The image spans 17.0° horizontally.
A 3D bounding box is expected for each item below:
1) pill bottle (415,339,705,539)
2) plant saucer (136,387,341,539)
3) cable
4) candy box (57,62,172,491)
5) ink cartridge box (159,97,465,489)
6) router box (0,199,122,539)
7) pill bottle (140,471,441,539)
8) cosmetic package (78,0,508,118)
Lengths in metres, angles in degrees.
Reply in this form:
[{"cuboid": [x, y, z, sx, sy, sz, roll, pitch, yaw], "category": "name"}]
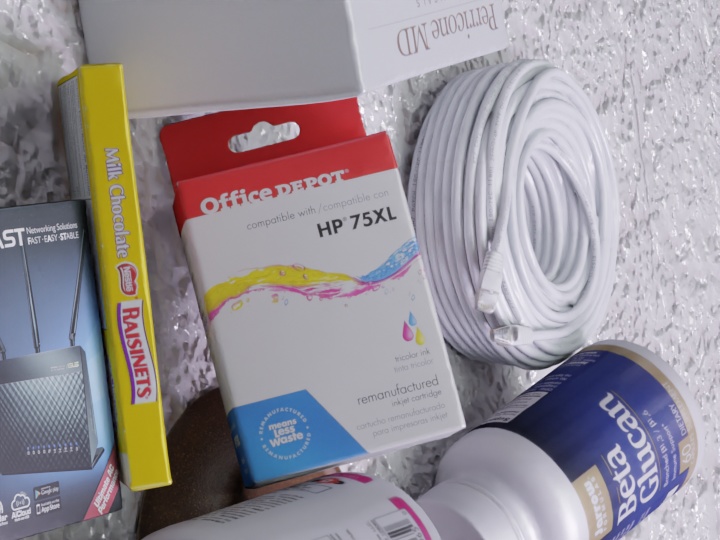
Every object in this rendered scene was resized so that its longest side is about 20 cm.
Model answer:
[{"cuboid": [0.117, 0.133, 1.506, 0.200, 0.111, 0.111, -33, 114, -39], "category": "pill bottle"}, {"cuboid": [-0.050, 0.161, 1.317, 0.200, 0.037, 0.201, 15, 73, -57], "category": "plant saucer"}, {"cuboid": [0.103, -0.035, 1.566, 0.200, 0.069, 0.201, 23, 66, -57], "category": "cable"}, {"cuboid": [-0.121, 0.002, 1.175, 0.026, 0.102, 0.201, -7, 93, -15], "category": "candy box"}, {"cuboid": [-0.028, 0.002, 1.257, 0.067, 0.116, 0.201, 126, -51, -81], "category": "ink cartridge box"}, {"cuboid": [-0.193, 0.051, 1.070, 0.200, 0.062, 0.151, -11, 94, -59], "category": "router box"}, {"cuboid": [-0.054, 0.171, 1.176, 0.200, 0.113, 0.114, -11, 95, -53], "category": "pill bottle"}, {"cuboid": [-0.043, -0.194, 1.254, 0.167, 0.166, 0.201, -24, 107, -57], "category": "cosmetic package"}]
